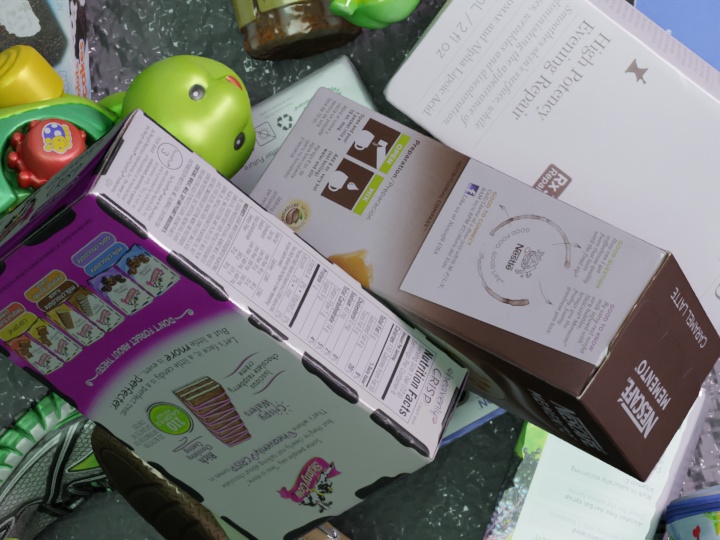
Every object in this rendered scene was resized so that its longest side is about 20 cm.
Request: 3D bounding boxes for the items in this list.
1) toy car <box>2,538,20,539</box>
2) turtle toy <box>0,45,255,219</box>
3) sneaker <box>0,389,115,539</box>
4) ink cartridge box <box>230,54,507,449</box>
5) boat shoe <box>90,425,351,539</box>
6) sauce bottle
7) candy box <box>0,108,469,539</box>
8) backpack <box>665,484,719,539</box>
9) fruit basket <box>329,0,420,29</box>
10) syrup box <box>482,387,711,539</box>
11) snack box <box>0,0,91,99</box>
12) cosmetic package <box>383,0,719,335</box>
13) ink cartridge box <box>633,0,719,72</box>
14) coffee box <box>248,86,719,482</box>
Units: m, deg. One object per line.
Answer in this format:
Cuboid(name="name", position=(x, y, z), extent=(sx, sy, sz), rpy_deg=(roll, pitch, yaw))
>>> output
Cuboid(name="toy car", position=(-0.276, 0.182, 1.362), extent=(0.164, 0.200, 0.158), rpy_deg=(35, 134, 17))
Cuboid(name="turtle toy", position=(-0.138, -0.033, 1.386), extent=(0.200, 0.101, 0.146), rpy_deg=(-41, 116, 2))
Cuboid(name="sneaker", position=(-0.122, 0.086, 1.425), extent=(0.200, 0.078, 0.085), rpy_deg=(-40, 84, 4))
Cuboid(name="ink cartridge box", position=(0.000, 0.000, 1.435), extent=(0.095, 0.037, 0.200), rpy_deg=(-29, 80, 4))
Cuboid(name="boat shoe", position=(-0.044, 0.121, 1.400), extent=(0.200, 0.072, 0.076), rpy_deg=(45, 71, -21))
Cuboid(name="sauce bottle", position=(-0.048, -0.208, 1.441), extent=(0.066, 0.066, 0.200), rpy_deg=(-12, 85, 7))
Cuboid(name="candy box", position=(-0.070, 0.032, 1.290), extent=(0.200, 0.136, 0.061), rpy_deg=(40, 48, -16))
Cuboid(name="backpack", position=(0.213, 0.165, 1.309), extent=(0.183, 0.200, 0.147), rpy_deg=(-7, 85, 8))
Cuboid(name="fruit basket", position=(0.031, -0.222, 1.360), extent=(0.155, 0.216, 0.216), rpy_deg=(-18, 84, 6))
Cuboid(name="syrup box", position=(0.101, 0.141, 1.387), extent=(0.079, 0.081, 0.200), rpy_deg=(20, 88, 11))
Cuboid(name="snack box", position=(-0.198, -0.125, 1.432), extent=(0.116, 0.037, 0.200), rpy_deg=(1, 111, 9))
Cuboid(name="cosmetic package", position=(0.120, -0.067, 1.353), extent=(0.200, 0.074, 0.102), rpy_deg=(36, 106, -1))
Cuboid(name="ink cartridge box", position=(0.187, -0.150, 1.413), extent=(0.094, 0.044, 0.200), rpy_deg=(8, 88, 10))
Cuboid(name="coffee box", position=(0.056, 0.006, 1.319), extent=(0.200, 0.114, 0.080), rpy_deg=(27, 79, 30))
